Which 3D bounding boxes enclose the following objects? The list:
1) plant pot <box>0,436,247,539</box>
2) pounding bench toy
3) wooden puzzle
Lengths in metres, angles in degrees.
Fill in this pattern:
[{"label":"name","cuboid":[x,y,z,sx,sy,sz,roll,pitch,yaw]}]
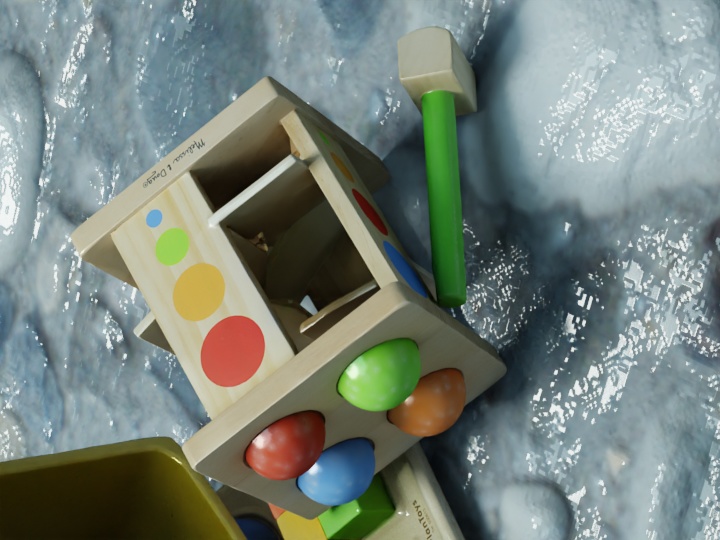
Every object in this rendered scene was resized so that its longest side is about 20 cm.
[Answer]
[{"label":"plant pot","cuboid":[-0.154,0.229,1.072,0.196,0.194,0.200,50,130,34]},{"label":"pounding bench toy","cuboid":[0.000,0.000,1.021,0.200,0.124,0.156,-38,61,11]},{"label":"wooden puzzle","cuboid":[-0.022,0.169,1.097,0.200,0.046,0.186,-45,58,35]}]
